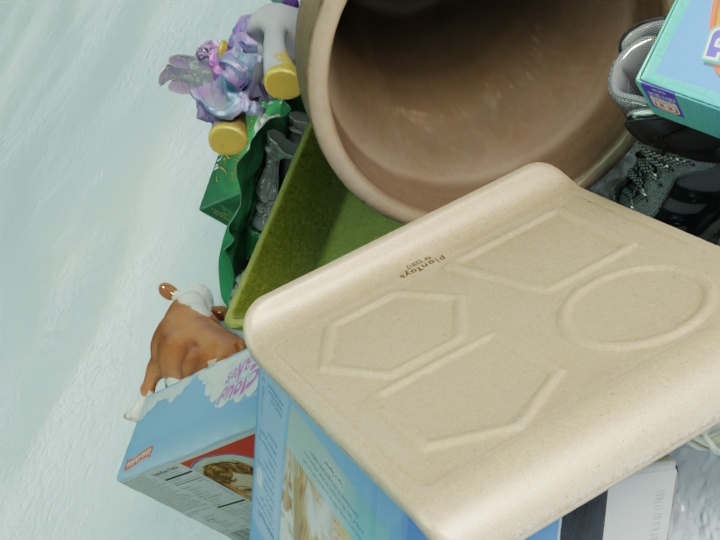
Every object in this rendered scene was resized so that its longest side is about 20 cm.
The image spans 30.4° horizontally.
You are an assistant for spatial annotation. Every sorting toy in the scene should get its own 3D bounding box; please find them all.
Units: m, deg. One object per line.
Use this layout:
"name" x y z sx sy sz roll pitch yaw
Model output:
"sorting toy" 0.065 0.030 0.559 0.183 0.037 0.200 -26 31 -16

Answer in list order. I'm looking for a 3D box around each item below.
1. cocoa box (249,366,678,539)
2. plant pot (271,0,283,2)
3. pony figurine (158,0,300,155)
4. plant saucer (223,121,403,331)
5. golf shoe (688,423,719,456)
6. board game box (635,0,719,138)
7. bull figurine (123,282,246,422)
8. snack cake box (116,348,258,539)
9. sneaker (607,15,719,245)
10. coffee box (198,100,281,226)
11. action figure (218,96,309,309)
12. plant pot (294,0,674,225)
"cocoa box" 0.035 0.114 0.633 0.200 0.129 0.135 -138 49 -61
"plant pot" 0.005 -0.286 1.018 0.188 0.198 0.202 -44 31 53
"pony figurine" -0.048 -0.154 0.869 0.201 0.190 0.168 -85 -1 -50
"plant saucer" 0.035 -0.038 0.813 0.198 0.048 0.201 -10 43 33
"golf shoe" 0.169 0.057 0.565 0.199 0.075 0.093 -26 48 50
"board game box" 0.230 -0.102 0.516 0.198 0.045 0.154 27 89 27
"bull figurine" -0.136 0.080 1.063 0.123 0.064 0.200 -70 22 3
"snack cake box" -0.056 0.110 0.841 0.199 0.114 0.068 -26 38 49
"sneaker" 0.147 -0.056 0.651 0.200 0.113 0.076 -37 37 39
"coffee box" -0.056 -0.113 1.114 0.199 0.044 0.124 -18 51 53
"action figure" -0.068 -0.027 0.993 0.118 0.054 0.201 -45 -21 -44
"plant pot" 0.045 -0.149 0.711 0.201 0.199 0.175 -52 35 19
